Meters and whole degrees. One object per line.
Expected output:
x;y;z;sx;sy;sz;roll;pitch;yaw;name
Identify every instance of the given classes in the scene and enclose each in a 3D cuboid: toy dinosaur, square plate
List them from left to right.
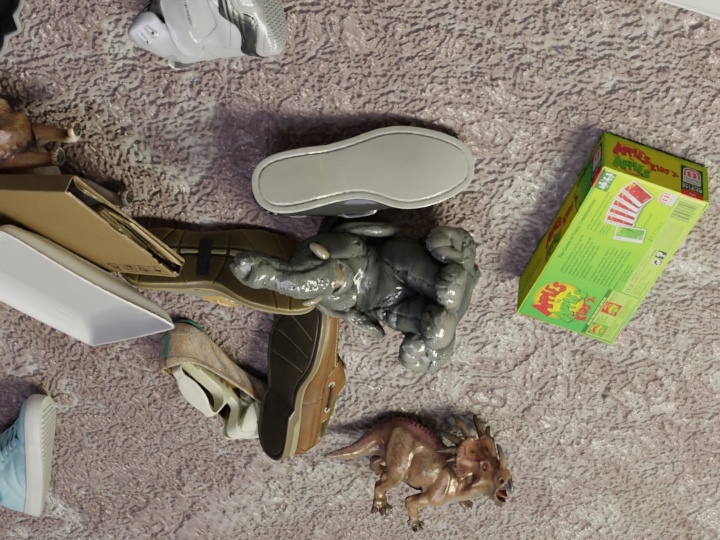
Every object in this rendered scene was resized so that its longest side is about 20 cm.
-0.298;0.013;1.586;0.197;0.029;0.199;31;157;-26;square plate
0.069;0.195;1.723;0.198;0.086;0.137;24;126;9;toy dinosaur

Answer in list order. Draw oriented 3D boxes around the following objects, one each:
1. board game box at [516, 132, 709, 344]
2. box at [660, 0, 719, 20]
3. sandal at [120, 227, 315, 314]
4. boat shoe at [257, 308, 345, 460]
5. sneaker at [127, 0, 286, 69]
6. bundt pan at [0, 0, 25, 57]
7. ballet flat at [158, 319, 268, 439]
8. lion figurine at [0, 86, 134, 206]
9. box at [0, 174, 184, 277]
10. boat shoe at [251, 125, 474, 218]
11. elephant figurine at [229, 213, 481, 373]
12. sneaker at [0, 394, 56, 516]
0.226;-0.025;1.490;0.101;0.048;0.201;18;135;-8;board game box
0.248;-0.282;1.117;0.198;0.200;0.131;15;135;-6;box
-0.132;0.004;1.568;0.197;0.081;0.054;6;152;7;sandal
-0.052;0.099;1.659;0.067;0.072;0.202;-12;134;-37;boat shoe
-0.147;-0.240;1.318;0.114;0.076;0.201;-14;134;19;sneaker
-0.361;-0.258;1.338;0.199;0.076;0.203;5;135;5;bundt pan
-0.139;0.134;1.701;0.068;0.068;0.200;-29;124;33;ballet flat
-0.297;-0.091;1.501;0.121;0.073;0.201;2;141;24;lion figurine
-0.282;-0.043;1.504;0.198;0.021;0.163;5;156;38;box
0.001;-0.082;1.463;0.198;0.075;0.060;-11;176;-2;boat shoe
0.000;0.000;1.486;0.198;0.143;0.156;14;153;10;elephant figurine
-0.384;0.205;1.813;0.081;0.074;0.201;11;135;-5;sneaker
